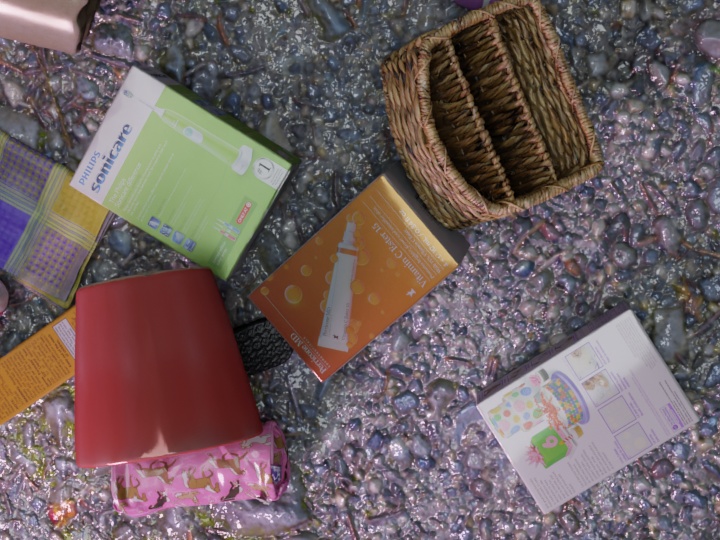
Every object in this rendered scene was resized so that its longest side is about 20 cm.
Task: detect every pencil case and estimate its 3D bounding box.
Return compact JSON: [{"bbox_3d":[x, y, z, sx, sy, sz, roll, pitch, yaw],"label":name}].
[{"bbox_3d":[-0.179,0.222,1.368,0.197,0.087,0.083,-7,131,5],"label":"pencil case"}]

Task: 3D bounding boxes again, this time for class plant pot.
[{"bbox_3d":[-0.357,-0.315,1.261,0.181,0.201,0.203,19,99,-11],"label":"plant pot"},{"bbox_3d":[-0.209,0.095,1.255,0.198,0.200,0.180,-10,88,6],"label":"plant pot"}]

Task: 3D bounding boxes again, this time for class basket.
[{"bbox_3d":[0.125,-0.155,1.232,0.148,0.142,0.202,-14,100,49],"label":"basket"}]

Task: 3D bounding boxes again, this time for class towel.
[{"bbox_3d":[-0.380,-0.064,1.370,0.199,0.023,0.145,32,100,-1],"label":"towel"}]

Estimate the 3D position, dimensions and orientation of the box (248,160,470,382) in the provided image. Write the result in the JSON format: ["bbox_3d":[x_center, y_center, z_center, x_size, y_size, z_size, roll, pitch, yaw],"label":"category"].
[{"bbox_3d":[0.000,0.000,1.299,0.200,0.097,0.125,-41,92,18],"label":"box"}]

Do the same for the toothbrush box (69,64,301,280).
[{"bbox_3d":[-0.185,-0.106,1.317,0.199,0.086,0.147,30,100,-1],"label":"toothbrush box"}]

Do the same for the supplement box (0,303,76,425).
[{"bbox_3d":[-0.345,0.095,1.368,0.199,0.067,0.069,-36,94,8],"label":"supplement box"}]

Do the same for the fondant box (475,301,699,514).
[{"bbox_3d":[0.245,0.149,1.338,0.199,0.058,0.145,-33,95,7],"label":"fondant box"}]

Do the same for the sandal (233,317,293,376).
[{"bbox_3d":[-0.171,0.103,1.374,0.198,0.045,0.076,-17,103,-8],"label":"sandal"}]

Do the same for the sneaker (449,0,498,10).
[{"bbox_3d":[0.166,-0.361,1.268,0.113,0.073,0.202,20,109,-3],"label":"sneaker"}]

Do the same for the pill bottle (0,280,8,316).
[{"bbox_3d":[-0.481,0.086,1.355,0.108,0.109,0.201,33,99,-1],"label":"pill bottle"}]
